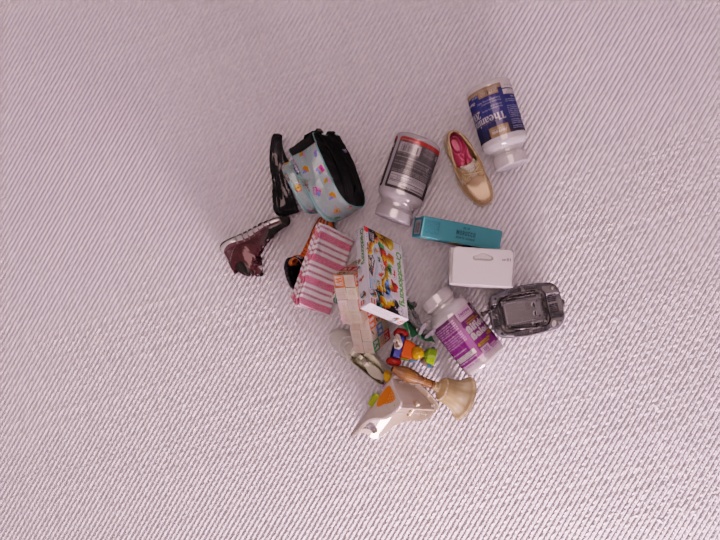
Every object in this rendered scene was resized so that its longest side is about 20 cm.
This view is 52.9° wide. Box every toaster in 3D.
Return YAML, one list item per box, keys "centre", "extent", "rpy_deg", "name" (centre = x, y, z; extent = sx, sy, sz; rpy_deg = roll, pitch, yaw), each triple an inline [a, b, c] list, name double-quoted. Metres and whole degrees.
- centre: [0.370, 0.096, 1.679]
  extent: [0.196, 0.129, 0.116]
  rpy_deg: [-13, 85, 5]
  name: "toaster"

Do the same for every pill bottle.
- centre: [0.108, -0.217, 1.734]
  extent: [0.114, 0.116, 0.204]
  rpy_deg: [19, 90, 7]
  name: "pill bottle"
- centre: [0.234, 0.136, 1.702]
  extent: [0.112, 0.112, 0.201]
  rpy_deg: [-39, 84, 3]
  name: "pill bottle"
- centre: [0.329, -0.343, 1.716]
  extent: [0.109, 0.111, 0.204]
  rpy_deg: [-17, 85, 5]
  name: "pill bottle"

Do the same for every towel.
- centre: [-0.085, 0.000, 1.734]
  extent: [0.030, 0.145, 0.204]
  rpy_deg: [18, 89, 35]
  name: "towel"

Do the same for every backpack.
- centre: [-0.081, -0.213, 1.729]
  extent: [0.152, 0.175, 0.202]
  rpy_deg: [-35, 82, 20]
  name: "backpack"

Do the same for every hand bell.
- centre: [0.159, 0.261, 1.675]
  extent: [0.197, 0.104, 0.106]
  rpy_deg: [25, 90, -14]
  name: "hand bell"

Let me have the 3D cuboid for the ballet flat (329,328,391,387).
- centre: [0.005, 0.210, 1.749]
  extent: [0.199, 0.069, 0.070]
  rpy_deg: [41, 92, 7]
  name: "ballet flat"

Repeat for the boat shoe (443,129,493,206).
- centre: [0.257, -0.247, 1.741]
  extent: [0.073, 0.069, 0.202]
  rpy_deg: [-30, 84, 4]
  name: "boat shoe"

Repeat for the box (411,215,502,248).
- centre: [0.226, -0.085, 1.702]
  extent: [0.196, 0.082, 0.050]
  rpy_deg: [10, 89, -11]
  name: "box"

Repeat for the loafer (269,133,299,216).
- centre: [-0.188, -0.238, 1.797]
  extent: [0.069, 0.068, 0.205]
  rpy_deg: [-5, 91, -2]
  name: "loafer"

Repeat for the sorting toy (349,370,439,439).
- centre: [0.059, 0.334, 1.694]
  extent: [0.180, 0.199, 0.107]
  rpy_deg: [-48, 59, 14]
  name: "sorting toy"

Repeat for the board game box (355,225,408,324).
- centre: [0.047, 0.011, 1.640]
  extent: [0.034, 0.125, 0.204]
  rpy_deg: [-30, 50, 37]
  name: "board game box"

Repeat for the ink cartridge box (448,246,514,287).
- centre: [0.272, -0.004, 1.660]
  extent: [0.141, 0.200, 0.087]
  rpy_deg: [3, 87, 7]
  name: "ink cartridge box"

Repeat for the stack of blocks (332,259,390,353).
- centre: [0.005, 0.087, 1.684]
  extent: [0.058, 0.115, 0.204]
  rpy_deg: [-1, 109, 31]
  name: "stack of blocks"

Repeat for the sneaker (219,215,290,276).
- centre: [-0.244, -0.051, 1.795]
  extent: [0.197, 0.076, 0.117]
  rpy_deg: [-24, 89, 15]
  name: "sneaker"

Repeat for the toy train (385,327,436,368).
- centre: [0.126, 0.187, 1.670]
  extent: [0.113, 0.200, 0.086]
  rpy_deg: [16, 81, 1]
  name: "toy train"

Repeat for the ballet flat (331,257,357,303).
- centre: [0.000, 0.000, 1.768]
  extent: [0.199, 0.076, 0.064]
  rpy_deg: [-40, 53, -1]
  name: "ballet flat"

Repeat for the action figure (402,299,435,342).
- centre: [0.100, 0.084, 1.715]
  extent: [0.055, 0.118, 0.200]
  rpy_deg: [-47, 50, 8]
  name: "action figure"

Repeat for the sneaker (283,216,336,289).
- centre: [-0.120, -0.040, 1.745]
  extent: [0.076, 0.112, 0.204]
  rpy_deg: [12, 87, 28]
  name: "sneaker"
